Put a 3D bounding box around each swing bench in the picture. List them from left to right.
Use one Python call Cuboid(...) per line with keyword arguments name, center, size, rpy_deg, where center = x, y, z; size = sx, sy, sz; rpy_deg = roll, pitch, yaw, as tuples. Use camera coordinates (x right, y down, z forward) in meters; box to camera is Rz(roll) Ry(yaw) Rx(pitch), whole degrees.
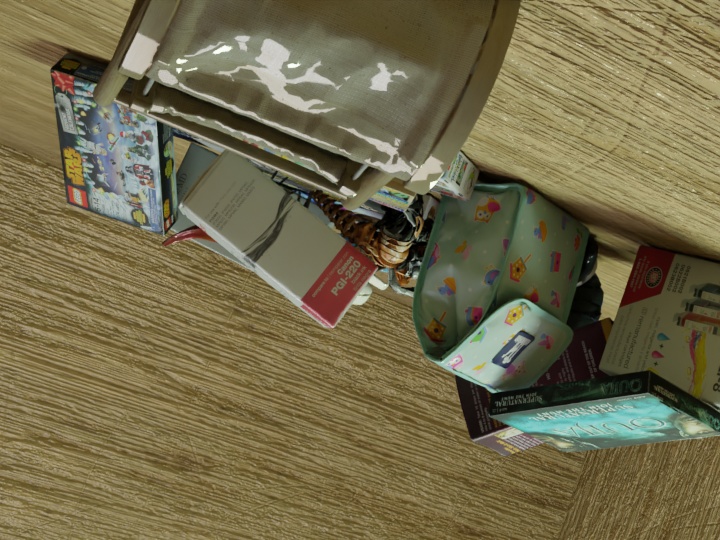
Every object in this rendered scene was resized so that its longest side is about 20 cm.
Cuboid(name="swing bench", center=(-0.041, -0.132, 0.883), size=(0.198, 0.130, 0.200), rpy_deg=(21, 175, -16))

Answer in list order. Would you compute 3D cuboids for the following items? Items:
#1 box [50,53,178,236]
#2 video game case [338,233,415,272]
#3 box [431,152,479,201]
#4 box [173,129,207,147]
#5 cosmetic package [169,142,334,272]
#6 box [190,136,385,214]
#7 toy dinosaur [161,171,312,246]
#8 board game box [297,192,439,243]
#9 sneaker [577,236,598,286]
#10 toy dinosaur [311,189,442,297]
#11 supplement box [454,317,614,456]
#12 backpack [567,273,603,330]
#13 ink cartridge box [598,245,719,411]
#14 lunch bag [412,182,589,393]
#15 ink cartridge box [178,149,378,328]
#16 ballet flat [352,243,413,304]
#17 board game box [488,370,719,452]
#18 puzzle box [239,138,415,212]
Cuboid(name="box", center=(-0.283, -0.143, 1.671), size=(0.136, 0.040, 0.201), rpy_deg=(18, 135, 16))
Cuboid(name="video game case", center=(0.077, -0.015, 1.873), size=(0.199, 0.018, 0.143), rpy_deg=(7, -168, -32))
Cuboid(name="box", center=(0.009, -0.122, 1.424), size=(0.199, 0.035, 0.110), rpy_deg=(18, 175, 21))
Cuboid(name="box", center=(-0.215, -0.181, 1.739), size=(0.121, 0.033, 0.200), rpy_deg=(19, 177, 11))
Cuboid(name="cosmetic package", center=(-0.139, -0.065, 1.773), size=(0.199, 0.113, 0.081), rpy_deg=(25, -179, 2))
Cuboid(name="box", center=(-0.071, -0.127, 1.644), size=(0.158, 0.049, 0.200), rpy_deg=(16, 175, 36))
Cuboid(name="toy dinosaur", center=(-0.110, -0.041, 1.662), size=(0.105, 0.200, 0.182), rpy_deg=(2, -136, -47))
Cuboid(name="board game box", center=(0.029, -0.078, 1.854), size=(0.199, 0.041, 0.200), rpy_deg=(18, 175, 25))
Cuboid(name="sneaker", center=(0.185, 0.015, 1.605), size=(0.067, 0.200, 0.091), rpy_deg=(57, 168, 12))
Cuboid(name="toy dinosaur", center=(0.048, -0.045, 1.546), size=(0.200, 0.136, 0.102), rpy_deg=(23, 176, -40))
Cuboid(name="supplement box", center=(0.226, 0.137, 1.671), size=(0.199, 0.086, 0.110), rpy_deg=(-23, 155, 21))
Cuboid(name="backpack", center=(0.186, 0.027, 1.759), size=(0.199, 0.163, 0.168), rpy_deg=(12, -160, -28))
Cuboid(name="ink cartridge box", center=(0.385, 0.078, 1.511), size=(0.199, 0.146, 0.144), rpy_deg=(16, 173, 39))
Cuboid(name="lunch bag", center=(0.143, 0.022, 1.489), size=(0.122, 0.201, 0.170), rpy_deg=(8, 169, 35))
Cuboid(name="ink cartridge box", center=(-0.087, -0.032, 1.509), size=(0.200, 0.085, 0.146), rpy_deg=(37, 176, -3))
Cuboid(name="ballet flat", center=(0.000, 0.000, 1.691), size=(0.067, 0.200, 0.068), rpy_deg=(51, 137, 7))
Cuboid(name="board game box", center=(0.249, 0.146, 1.468), size=(0.135, 0.028, 0.200), rpy_deg=(28, 152, -37))
Cuboid(name="puzzle box", center=(-0.040, -0.108, 1.418), size=(0.199, 0.026, 0.133), rpy_deg=(20, 176, 0))
